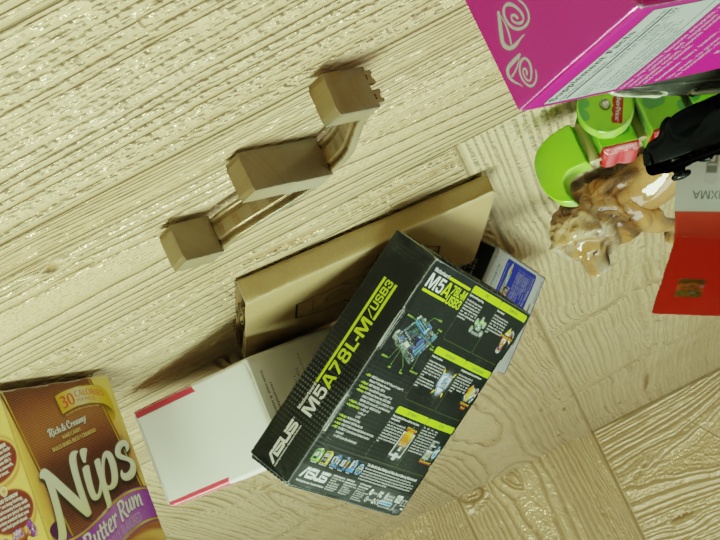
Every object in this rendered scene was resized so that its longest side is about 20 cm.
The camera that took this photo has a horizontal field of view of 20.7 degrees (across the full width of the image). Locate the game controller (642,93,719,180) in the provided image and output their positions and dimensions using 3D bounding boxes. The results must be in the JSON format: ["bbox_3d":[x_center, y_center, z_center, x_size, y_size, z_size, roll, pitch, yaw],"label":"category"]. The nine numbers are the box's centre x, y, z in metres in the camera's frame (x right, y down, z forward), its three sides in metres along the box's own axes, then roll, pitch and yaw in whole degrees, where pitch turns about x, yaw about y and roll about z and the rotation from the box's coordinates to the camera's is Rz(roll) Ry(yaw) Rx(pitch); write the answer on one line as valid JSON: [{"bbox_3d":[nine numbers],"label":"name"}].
[{"bbox_3d":[0.263,-0.101,1.251,0.104,0.043,0.199,-7,-167,43],"label":"game controller"}]

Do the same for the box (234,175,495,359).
[{"bbox_3d":[0.000,0.000,1.461,0.198,0.021,0.164,-23,166,-10],"label":"box"}]

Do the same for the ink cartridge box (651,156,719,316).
[{"bbox_3d":[0.290,-0.059,1.332,0.161,0.057,0.201,1,-135,30],"label":"ink cartridge box"}]

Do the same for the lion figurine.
[{"bbox_3d":[0.241,-0.075,1.556,0.122,0.073,0.200,13,127,-50],"label":"lion figurine"}]

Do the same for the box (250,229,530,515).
[{"bbox_3d":[0.027,0.082,1.456,0.194,0.047,0.200,-59,152,3],"label":"box"}]

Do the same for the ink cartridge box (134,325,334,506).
[{"bbox_3d":[-0.054,0.103,1.557,0.144,0.085,0.199,-26,175,42],"label":"ink cartridge box"}]

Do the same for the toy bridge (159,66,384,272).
[{"bbox_3d":[-0.045,-0.058,1.142,0.067,0.027,0.200,-16,164,-41],"label":"toy bridge"}]

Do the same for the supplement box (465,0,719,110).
[{"bbox_3d":[0.152,-0.158,0.962,0.199,0.102,0.103,-14,163,-39],"label":"supplement box"}]

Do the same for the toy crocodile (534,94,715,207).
[{"bbox_3d":[0.206,-0.110,1.336,0.199,0.062,0.068,-26,167,-2],"label":"toy crocodile"}]

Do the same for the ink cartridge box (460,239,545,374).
[{"bbox_3d":[0.107,0.032,1.649,0.095,0.037,0.200,-67,161,0],"label":"ink cartridge box"}]

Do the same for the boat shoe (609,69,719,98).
[{"bbox_3d":[0.215,-0.144,1.221,0.198,0.071,0.064,-6,158,-36],"label":"boat shoe"}]

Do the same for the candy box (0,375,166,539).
[{"bbox_3d":[-0.199,0.180,1.384,0.056,0.202,0.116,-29,168,32],"label":"candy box"}]
